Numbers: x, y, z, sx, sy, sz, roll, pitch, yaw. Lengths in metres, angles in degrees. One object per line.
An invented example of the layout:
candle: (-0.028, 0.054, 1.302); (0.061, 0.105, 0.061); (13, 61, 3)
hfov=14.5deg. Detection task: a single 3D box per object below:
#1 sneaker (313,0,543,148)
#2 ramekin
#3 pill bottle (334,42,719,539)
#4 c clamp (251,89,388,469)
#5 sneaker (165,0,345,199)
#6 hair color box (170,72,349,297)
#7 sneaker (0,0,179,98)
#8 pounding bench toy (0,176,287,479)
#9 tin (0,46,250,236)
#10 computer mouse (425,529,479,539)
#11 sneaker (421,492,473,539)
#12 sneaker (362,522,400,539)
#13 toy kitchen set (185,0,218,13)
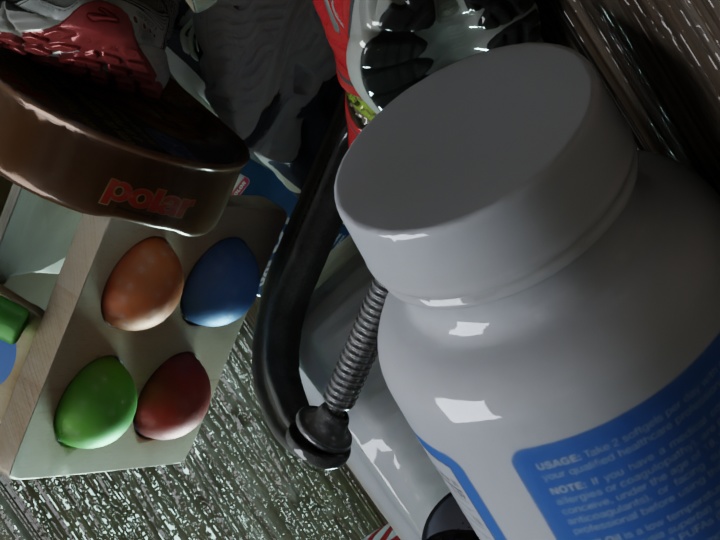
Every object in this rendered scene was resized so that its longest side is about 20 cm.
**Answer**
sneaker: (0.022, -0.075, 0.907); (0.200, 0.077, 0.085); (84, 163, -64)
ramekin: (0.046, 0.062, 1.252); (0.200, 0.105, 0.200); (55, 175, 7)
pill bottle: (0.074, 0.035, 0.829); (0.200, 0.112, 0.112); (59, 173, -32)
c clamp: (0.000, 0.000, 1.124); (0.171, 0.027, 0.200); (-110, 37, -46)
sneaker: (-0.053, -0.109, 1.202); (0.130, 0.079, 0.199); (43, 179, 27)
hair color box: (-0.046, -0.033, 1.341); (0.200, 0.061, 0.100); (28, -163, -50)
sneaker: (-0.106, -0.126, 1.127); (0.078, 0.082, 0.200); (18, -164, -13)
pounding bench toy: (-0.151, 0.003, 1.159); (0.156, 0.124, 0.200); (31, -164, 28)
tin: (-0.122, -0.069, 1.135); (0.112, 0.042, 0.200); (17, -165, -36)
computer mouse: (0.107, 0.140, 0.945); (0.140, 0.200, 0.046); (-93, 13, -70)
sneaker: (0.114, 0.138, 1.069); (0.200, 0.074, 0.088); (31, 170, 7)
sneaker: (0.047, 0.175, 1.357); (0.078, 0.115, 0.200); (57, -173, -21)
toy kitchen set: (-0.109, -0.147, 1.034); (0.181, 0.163, 0.200); (54, 175, 10)
